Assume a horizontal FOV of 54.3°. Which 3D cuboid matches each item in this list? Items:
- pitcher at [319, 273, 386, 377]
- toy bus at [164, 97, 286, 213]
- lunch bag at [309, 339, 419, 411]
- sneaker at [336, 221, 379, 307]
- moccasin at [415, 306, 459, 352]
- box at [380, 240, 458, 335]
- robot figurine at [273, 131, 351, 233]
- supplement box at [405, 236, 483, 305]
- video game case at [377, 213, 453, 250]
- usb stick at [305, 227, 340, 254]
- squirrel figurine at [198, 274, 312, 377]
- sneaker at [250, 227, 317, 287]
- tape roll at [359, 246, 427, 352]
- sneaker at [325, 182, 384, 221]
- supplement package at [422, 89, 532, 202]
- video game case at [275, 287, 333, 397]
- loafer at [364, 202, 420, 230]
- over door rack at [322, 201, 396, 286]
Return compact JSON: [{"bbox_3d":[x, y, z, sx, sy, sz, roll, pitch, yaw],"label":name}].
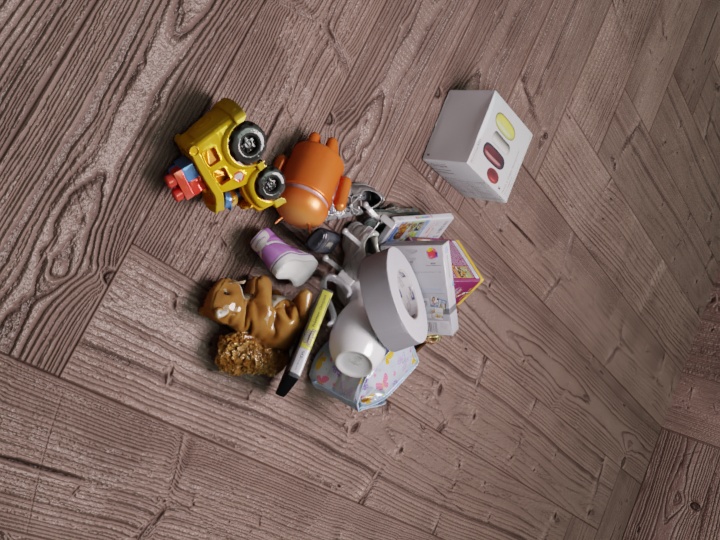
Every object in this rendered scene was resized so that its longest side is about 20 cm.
[{"bbox_3d":[-0.021,0.106,1.456,0.168,0.122,0.203,25,42,-13],"label":"pitcher"},{"bbox_3d":[-0.250,-0.173,1.261,0.191,0.135,0.203,-37,126,-15],"label":"toy bus"},{"bbox_3d":[0.003,0.210,1.550,0.200,0.167,0.129,-42,129,-30],"label":"lunch bag"},{"bbox_3d":[0.000,0.000,1.546,0.074,0.098,0.206,-8,106,-43],"label":"sneaker"},{"bbox_3d":[0.158,0.150,1.672,0.200,0.079,0.073,-39,150,21],"label":"moccasin"},{"bbox_3d":[0.129,0.038,1.542,0.041,0.152,0.206,-34,119,-54],"label":"box"},{"bbox_3d":[-0.102,-0.171,1.389,0.142,0.115,0.204,31,65,-28],"label":"robot figurine"},{"bbox_3d":[0.178,0.005,1.666,0.197,0.133,0.103,2,141,-46],"label":"supplement box"},{"bbox_3d":[0.113,-0.075,1.633,0.197,0.018,0.144,-8,145,-42],"label":"video game case"},{"bbox_3d":[-0.074,-0.059,1.427,0.033,0.200,0.056,44,94,4],"label":"usb stick"},{"bbox_3d":[-0.216,0.107,1.346,0.183,0.140,0.206,13,88,-37],"label":"squirrel figurine"},{"bbox_3d":[-0.155,-0.036,1.411,0.073,0.114,0.200,-47,163,1],"label":"sneaker"},{"bbox_3d":[0.069,0.058,1.432,0.201,0.065,0.204,54,25,-40],"label":"tape roll"},{"bbox_3d":[-0.033,-0.149,1.492,0.197,0.081,0.077,-23,115,-38],"label":"sneaker"},{"bbox_3d":[0.289,-0.304,1.717,0.198,0.145,0.196,30,79,-43],"label":"supplement package"},{"bbox_3d":[-0.115,0.147,1.402,0.025,0.200,0.184,23,67,-6],"label":"video game case"},{"bbox_3d":[0.074,-0.126,1.621,0.198,0.071,0.065,8,75,-51],"label":"loafer"},{"bbox_3d":[-0.008,-0.060,1.404,0.066,0.200,0.149,37,91,-10],"label":"over door rack"}]
